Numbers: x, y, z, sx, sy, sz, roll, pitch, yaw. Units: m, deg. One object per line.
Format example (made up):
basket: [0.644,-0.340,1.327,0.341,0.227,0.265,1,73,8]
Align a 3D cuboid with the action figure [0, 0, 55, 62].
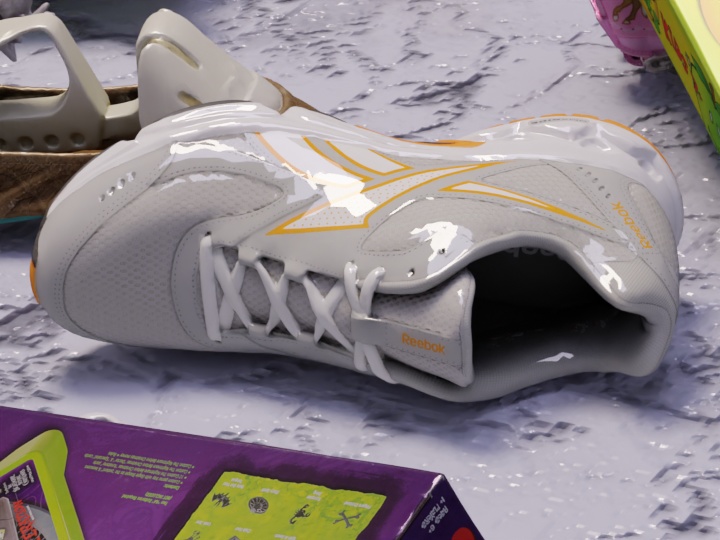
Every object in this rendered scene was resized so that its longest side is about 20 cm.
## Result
action figure: [-0.198,-0.088,1.033,0.199,0.130,0.070,-1,66,19]

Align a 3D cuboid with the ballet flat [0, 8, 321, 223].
ballet flat: [-0.089,-0.051,0.982,0.198,0.073,0.068,1,28,9]

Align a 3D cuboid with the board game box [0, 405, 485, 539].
board game box: [-0.077,0.086,0.659,0.199,0.032,0.120,5,45,46]

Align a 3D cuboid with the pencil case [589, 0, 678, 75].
pencil case: [0.182,-0.110,1.048,0.198,0.087,0.083,3,25,15]

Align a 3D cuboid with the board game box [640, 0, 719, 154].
board game box: [0.142,-0.109,0.977,0.101,0.048,0.201,-21,54,-3]

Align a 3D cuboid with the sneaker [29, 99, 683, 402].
sneaker: [0.000,0.000,0.870,0.198,0.076,0.092,-5,30,1]

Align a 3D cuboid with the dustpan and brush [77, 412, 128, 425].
dustpan and brush: [-0.029,0.096,0.686,0.139,0.058,0.200,-15,28,-20]
